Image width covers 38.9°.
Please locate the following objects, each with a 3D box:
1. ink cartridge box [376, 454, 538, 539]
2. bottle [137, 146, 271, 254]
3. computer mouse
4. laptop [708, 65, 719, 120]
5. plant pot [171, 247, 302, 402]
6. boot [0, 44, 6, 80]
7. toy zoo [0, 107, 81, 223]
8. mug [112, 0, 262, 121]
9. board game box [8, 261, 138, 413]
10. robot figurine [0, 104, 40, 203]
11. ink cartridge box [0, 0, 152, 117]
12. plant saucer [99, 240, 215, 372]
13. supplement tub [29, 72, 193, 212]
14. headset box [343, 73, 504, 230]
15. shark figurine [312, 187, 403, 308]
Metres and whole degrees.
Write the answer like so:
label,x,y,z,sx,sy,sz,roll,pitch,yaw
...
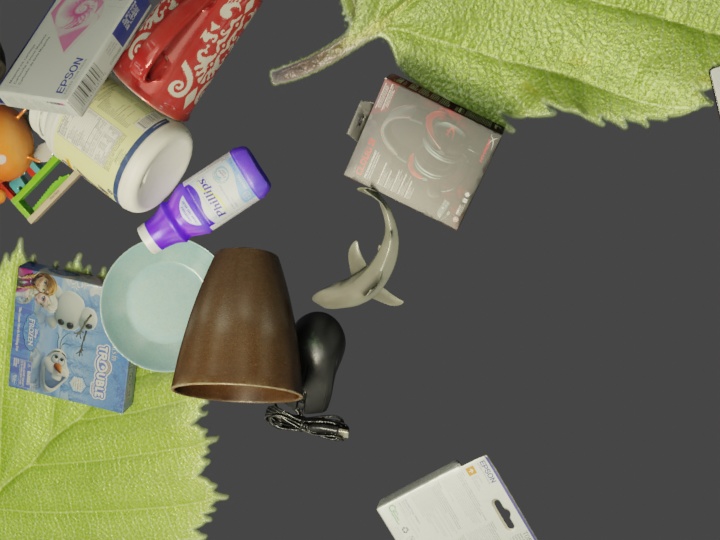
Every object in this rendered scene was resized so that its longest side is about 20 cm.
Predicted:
label,x,y,z,sx,sy,sz,roll,pitch,yaw
ink cartridge box,0.157,0.396,1.558,0.199,0.041,0.201,-29,97,16
bottle,-0.229,-0.097,1.473,0.199,0.065,0.084,-32,96,3
computer mouse,-0.074,0.163,1.536,0.137,0.053,0.203,11,106,9
laptop,0.571,-0.191,1.292,0.198,0.116,0.189,-15,100,14
plant pot,-0.170,0.077,1.460,0.184,0.187,0.203,-1,75,11
boot,-0.589,-0.298,1.451,0.188,0.068,0.201,-44,48,17
toy zoo,-0.523,-0.189,1.548,0.131,0.020,0.200,-40,94,17
mug,-0.229,-0.316,1.389,0.133,0.178,0.200,33,105,-28
board game box,-0.446,0.105,1.596,0.196,0.043,0.203,11,105,6
robot figurine,-0.565,-0.180,1.486,0.197,0.117,0.145,-9,58,13
ink cartridge box,-0.409,-0.308,1.393,0.198,0.043,0.198,12,66,30
plant saucer,-0.291,0.050,1.533,0.198,0.039,0.204,-1,94,-14
supplement tub,-0.353,-0.192,1.442,0.199,0.145,0.146,35,108,12
headset box,0.079,-0.170,1.411,0.198,0.075,0.150,27,108,3
shark figurine,0.018,-0.010,1.449,0.127,0.090,0.216,24,117,1
